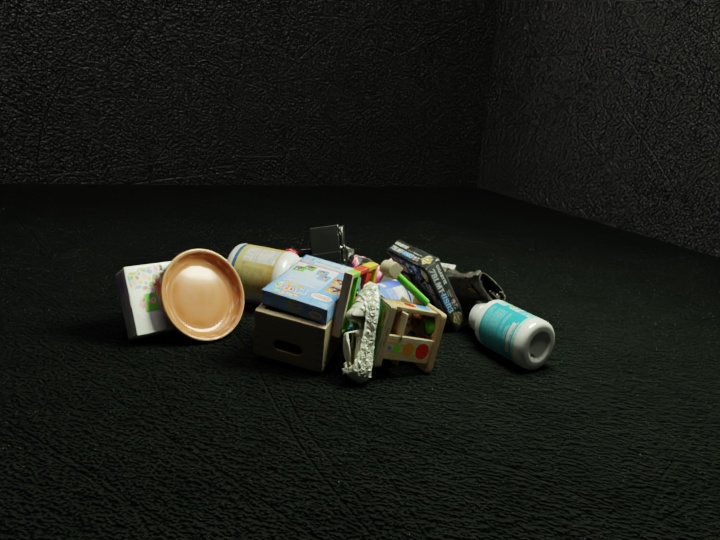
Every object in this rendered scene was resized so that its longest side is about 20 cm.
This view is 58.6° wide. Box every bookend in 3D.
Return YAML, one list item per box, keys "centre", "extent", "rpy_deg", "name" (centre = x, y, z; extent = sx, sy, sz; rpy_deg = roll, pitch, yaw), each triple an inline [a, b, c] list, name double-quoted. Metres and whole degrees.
- centre: [-0.076, -0.030, 1.596]
  extent: [0.089, 0.206, 0.199]
  rpy_deg: [-7, -10, -1]
  name: "bookend"

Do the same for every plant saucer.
- centre: [-0.349, 0.056, 1.405]
  extent: [0.197, 0.206, 0.037]
  rpy_deg: [-9, -9, -42]
  name: "plant saucer"

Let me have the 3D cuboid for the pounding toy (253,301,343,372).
- centre: [-0.139, 0.121, 1.360]
  extent: [0.195, 0.146, 0.184]
  rpy_deg: [13, 25, 13]
  name: "pounding toy"

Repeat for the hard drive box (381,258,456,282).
- centre: [0.165, 0.024, 1.848]
  extent: [0.195, 0.079, 0.156]
  rpy_deg: [10, 16, 16]
  name: "hard drive box"

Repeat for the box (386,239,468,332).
- centre: [0.166, 0.035, 1.606]
  extent: [0.049, 0.202, 0.198]
  rpy_deg: [-37, 28, -13]
  name: "box"

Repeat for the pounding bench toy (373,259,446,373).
- centre: [0.095, 0.089, 1.328]
  extent: [0.152, 0.205, 0.124]
  rpy_deg: [10, 11, -27]
  name: "pounding bench toy"

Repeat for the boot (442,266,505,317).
- centre: [0.289, 0.063, 1.579]
  extent: [0.200, 0.070, 0.172]
  rpy_deg: [43, -18, -31]
  name: "boot"

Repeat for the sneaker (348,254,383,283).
- centre: [0.000, 0.000, 1.591]
  extent: [0.095, 0.080, 0.200]
  rpy_deg: [40, 10, 10]
  name: "sneaker"

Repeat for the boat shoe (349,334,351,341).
- centre: [-0.089, 0.116, 1.467]
  extent: [0.195, 0.069, 0.057]
  rpy_deg: [15, 14, 21]
  name: "boat shoe"

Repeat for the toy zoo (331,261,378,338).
- centre: [-0.005, 0.055, 1.350]
  extent: [0.020, 0.135, 0.199]
  rpy_deg: [16, 13, 16]
  name: "toy zoo"

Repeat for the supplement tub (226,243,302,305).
- centre: [-0.230, 0.018, 1.619]
  extent: [0.195, 0.149, 0.144]
  rpy_deg: [10, 16, 19]
  name: "supplement tub"

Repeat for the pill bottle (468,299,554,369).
- centre: [0.332, 0.135, 1.443]
  extent: [0.108, 0.114, 0.199]
  rpy_deg: [-5, 19, -30]
  name: "pill bottle"

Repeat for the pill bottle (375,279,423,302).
- centre: [0.064, 0.084, 1.539]
  extent: [0.110, 0.115, 0.197]
  rpy_deg: [18, 20, 40]
  name: "pill bottle"

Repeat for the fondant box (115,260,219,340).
- centre: [-0.420, 0.059, 1.406]
  extent: [0.197, 0.148, 0.058]
  rpy_deg: [-9, -8, -43]
  name: "fondant box"

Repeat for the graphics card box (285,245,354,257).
- centre: [-0.113, 0.002, 1.748]
  extent: [0.195, 0.129, 0.051]
  rpy_deg: [-5, 17, -30]
  name: "graphics card box"

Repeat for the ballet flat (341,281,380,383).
- centre: [-0.001, 0.116, 1.260]
  extent: [0.070, 0.206, 0.072]
  rpy_deg: [5, -15, 1]
  name: "ballet flat"

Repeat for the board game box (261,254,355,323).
- centre: [-0.094, 0.034, 1.339]
  extent: [0.148, 0.038, 0.200]
  rpy_deg: [16, 26, 18]
  name: "board game box"
